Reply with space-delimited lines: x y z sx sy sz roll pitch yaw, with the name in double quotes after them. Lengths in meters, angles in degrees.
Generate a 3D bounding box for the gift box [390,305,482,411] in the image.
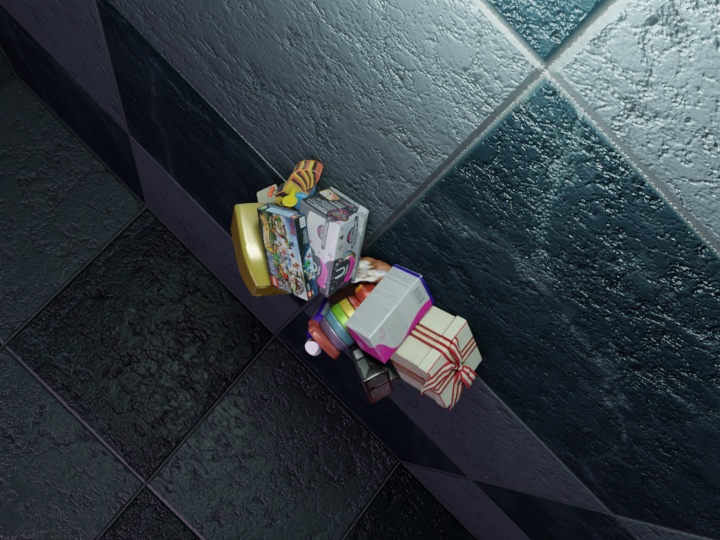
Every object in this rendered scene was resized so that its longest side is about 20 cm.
0.182 0.222 1.624 0.184 0.202 0.186 23 159 42 "gift box"

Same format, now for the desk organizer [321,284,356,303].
-0.077 0.024 1.857 0.076 0.073 0.200 31 -170 -23 "desk organizer"

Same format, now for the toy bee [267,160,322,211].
-0.163 -0.180 1.547 0.106 0.204 0.132 19 -154 -7 "toy bee"

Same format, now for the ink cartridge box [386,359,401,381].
0.108 0.265 1.927 0.199 0.143 0.088 156 98 -71 "ink cartridge box"

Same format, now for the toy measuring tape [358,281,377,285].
0.023 0.068 1.826 0.073 0.074 0.201 40 161 9 "toy measuring tape"

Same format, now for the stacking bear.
-0.025 0.114 1.656 0.114 0.199 0.122 48 -179 -9 "stacking bear"

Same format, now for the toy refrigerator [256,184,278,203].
-0.227 -0.138 1.871 0.202 0.068 0.077 66 -176 -49 "toy refrigerator"

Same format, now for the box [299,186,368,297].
-0.074 -0.066 1.544 0.131 0.114 0.205 33 131 26 "box"

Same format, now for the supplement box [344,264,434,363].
0.071 0.102 1.583 0.102 0.201 0.102 22 154 45 "supplement box"

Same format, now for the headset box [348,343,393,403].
0.023 0.252 1.764 0.202 0.073 0.151 76 170 -60 "headset box"

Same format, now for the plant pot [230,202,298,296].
-0.231 -0.046 1.707 0.194 0.189 0.207 133 131 -69 "plant pot"

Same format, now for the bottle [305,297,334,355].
-0.099 0.151 1.792 0.065 0.202 0.084 -36 106 32 "bottle"

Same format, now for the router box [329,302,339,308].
0.021 0.138 1.797 0.146 0.064 0.200 -16 150 18 "router box"

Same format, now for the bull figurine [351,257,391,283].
0.000 0.000 1.693 0.197 0.119 0.068 0 92 54 "bull figurine"

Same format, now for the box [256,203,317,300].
-0.170 -0.044 1.534 0.134 0.037 0.206 17 125 41 "box"
